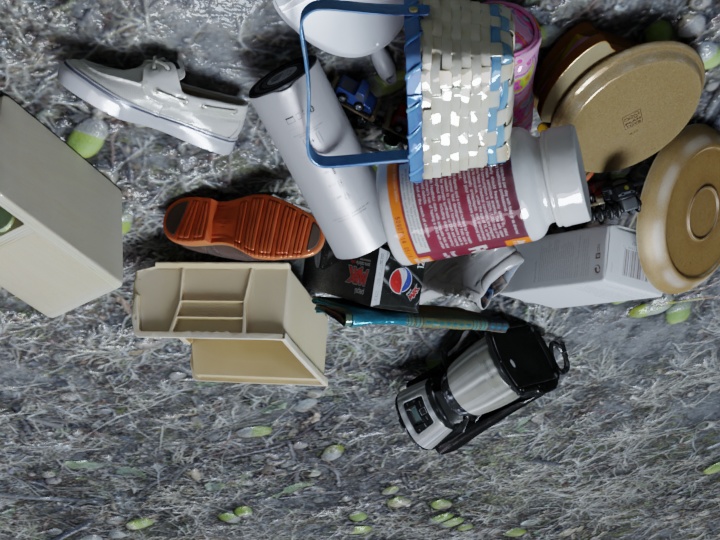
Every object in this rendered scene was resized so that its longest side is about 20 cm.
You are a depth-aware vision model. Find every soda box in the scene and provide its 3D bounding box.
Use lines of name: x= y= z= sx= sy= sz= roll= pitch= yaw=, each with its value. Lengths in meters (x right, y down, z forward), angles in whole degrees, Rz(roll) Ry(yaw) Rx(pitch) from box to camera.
soda box: x=0.000 y=0.000 z=1.376 sx=0.063 sy=0.072 sz=0.199 roll=8 pitch=-178 yaw=-27

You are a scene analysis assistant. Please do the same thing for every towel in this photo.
towel: x=0.055 y=0.053 z=1.382 sx=0.197 sy=0.022 sz=0.146 roll=5 pitch=-176 yaw=-18

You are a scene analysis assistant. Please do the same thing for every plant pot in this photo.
plant pot: x=0.392 y=-0.069 z=1.386 sx=0.027 sy=0.202 sz=0.199 roll=17 pitch=169 yaw=45

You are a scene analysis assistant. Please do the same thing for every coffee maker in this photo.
coffee maker: x=0.176 y=0.174 z=1.701 sx=0.191 sy=0.136 sz=0.199 roll=22 pitch=135 yaw=-38

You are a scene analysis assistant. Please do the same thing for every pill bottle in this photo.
pill bottle: x=0.124 y=-0.078 z=1.188 sx=0.197 sy=0.116 sz=0.114 roll=-11 pitch=146 yaw=16

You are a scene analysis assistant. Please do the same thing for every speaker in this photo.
speaker: x=-0.035 y=-0.113 z=1.221 sx=0.080 sy=0.082 sz=0.201 roll=-22 pitch=114 yaw=17

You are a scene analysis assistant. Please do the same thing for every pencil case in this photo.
pencil case: x=0.141 y=-0.182 z=1.239 sx=0.086 sy=0.088 sz=0.201 roll=-8 pitch=146 yaw=-3

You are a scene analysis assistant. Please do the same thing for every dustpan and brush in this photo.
dustpan and brush: x=0.005 y=-0.241 z=1.161 sx=0.138 sy=0.058 sz=0.201 roll=-28 pitch=136 yaw=4

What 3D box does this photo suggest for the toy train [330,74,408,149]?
toy train: x=0.048 y=-0.150 z=1.242 sx=0.198 sy=0.034 sz=0.046 roll=26 pitch=139 yaw=-6

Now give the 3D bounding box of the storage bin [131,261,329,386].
storage bin: x=-0.153 y=0.067 z=1.440 sx=0.196 sy=0.095 sz=0.200 roll=0 pitch=161 yaw=14

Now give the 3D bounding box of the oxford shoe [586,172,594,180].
oxford shoe: x=0.172 y=-0.115 z=1.355 sx=0.197 sy=0.072 sz=0.073 roll=-14 pitch=138 yaw=3

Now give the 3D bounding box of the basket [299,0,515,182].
basket: x=0.044 y=-0.169 z=1.109 sx=0.197 sy=0.140 sz=0.178 roll=-2 pitch=135 yaw=-2

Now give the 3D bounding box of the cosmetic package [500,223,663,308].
cosmetic package: x=0.270 y=-0.003 z=1.463 sx=0.101 sy=0.075 sz=0.199 roll=14 pitch=169 yaw=-31

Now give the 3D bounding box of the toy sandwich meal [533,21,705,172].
toy sandwich meal: x=0.274 y=-0.188 z=1.284 sx=0.202 sy=0.071 sz=0.206 roll=-16 pitch=145 yaw=-11

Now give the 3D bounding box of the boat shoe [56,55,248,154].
boat shoe: x=-0.201 y=-0.180 z=1.184 sx=0.198 sy=0.071 sz=0.070 roll=20 pitch=109 yaw=-30

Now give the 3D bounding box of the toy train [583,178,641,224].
toy train: x=0.277 y=-0.081 z=1.371 sx=0.034 sy=0.046 sz=0.200 roll=-16 pitch=-179 yaw=-5

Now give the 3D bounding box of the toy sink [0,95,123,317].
toy sink: x=-0.353 y=-0.062 z=1.247 sx=0.111 sy=0.132 sz=0.200 roll=-22 pitch=144 yaw=18

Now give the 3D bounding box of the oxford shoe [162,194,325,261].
oxford shoe: x=-0.123 y=-0.043 z=1.351 sx=0.197 sy=0.072 sz=0.073 roll=10 pitch=165 yaw=24

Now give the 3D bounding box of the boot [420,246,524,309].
boot: x=0.119 y=0.015 z=1.482 sx=0.073 sy=0.096 sz=0.200 roll=-22 pitch=160 yaw=-45

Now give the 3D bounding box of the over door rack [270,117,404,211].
over door rack: x=-0.007 y=-0.107 z=1.334 sx=0.197 sy=0.067 sz=0.149 roll=10 pitch=143 yaw=-3
